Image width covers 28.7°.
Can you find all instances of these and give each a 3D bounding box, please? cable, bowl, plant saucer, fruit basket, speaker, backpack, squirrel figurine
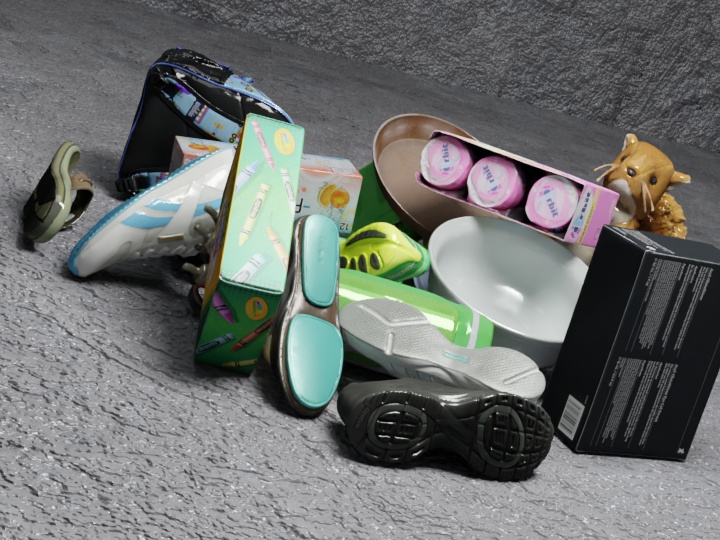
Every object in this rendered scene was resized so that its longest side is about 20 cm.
[{"bbox_3d":[-0.088,0.021,1.373,0.199,0.098,0.050,28,-24,-21],"label":"cable"},{"bbox_3d":[0.149,0.039,1.467,0.199,0.091,0.202,16,34,-11],"label":"bowl"},{"bbox_3d":[0.096,-0.098,1.649,0.199,0.035,0.202,18,45,-19],"label":"plant saucer"},{"bbox_3d":[0.097,-0.045,1.730,0.214,0.218,0.155,5,-20,-37],"label":"fruit basket"},{"bbox_3d":[0.022,0.055,1.342,0.198,0.089,0.089,16,15,-3],"label":"speaker"},{"bbox_3d":[-0.171,-0.154,1.680,0.198,0.184,0.135,19,21,-5],"label":"backpack"},{"bbox_3d":[0.302,-0.063,1.645,0.141,0.188,0.199,38,19,27],"label":"squirrel figurine"}]

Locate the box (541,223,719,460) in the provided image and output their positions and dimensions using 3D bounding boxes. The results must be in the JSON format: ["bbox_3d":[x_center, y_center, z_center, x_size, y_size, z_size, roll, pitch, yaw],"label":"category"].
[{"bbox_3d":[0.270,0.070,1.336,0.140,0.202,0.079,9,16,-28],"label":"box"}]

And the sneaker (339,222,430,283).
[{"bbox_3d":[0.000,0.000,1.467,0.083,0.075,0.199,22,-15,-28],"label":"sneaker"}]

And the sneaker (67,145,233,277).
[{"bbox_3d":[-0.192,-0.043,1.375,0.199,0.081,0.076,-33,11,-19],"label":"sneaker"}]

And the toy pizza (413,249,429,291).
[{"bbox_3d":[0.150,0.038,1.582,0.198,0.032,0.201,15,34,-10],"label":"toy pizza"}]

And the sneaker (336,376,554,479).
[{"bbox_3d":[0.072,0.122,1.192,0.198,0.077,0.091,13,8,-23],"label":"sneaker"}]

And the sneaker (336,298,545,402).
[{"bbox_3d":[0.063,0.093,1.266,0.199,0.081,0.071,25,44,13],"label":"sneaker"}]

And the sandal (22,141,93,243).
[{"bbox_3d":[-0.310,-0.071,1.464,0.057,0.080,0.201,30,17,-20],"label":"sandal"}]

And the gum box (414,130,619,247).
[{"bbox_3d":[0.167,-0.091,1.536,0.199,0.067,0.113,24,8,28],"label":"gum box"}]

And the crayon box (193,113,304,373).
[{"bbox_3d":[-0.098,-0.026,1.257,0.058,0.119,0.201,13,48,-9],"label":"crayon box"}]

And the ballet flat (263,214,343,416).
[{"bbox_3d":[-0.051,0.046,1.254,0.068,0.068,0.202,23,54,-27],"label":"ballet flat"}]

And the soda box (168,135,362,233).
[{"bbox_3d":[-0.102,-0.090,1.489,0.198,0.069,0.064,7,20,-19],"label":"soda box"}]

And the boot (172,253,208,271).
[{"bbox_3d":[-0.120,-0.034,1.523,0.196,0.074,0.162,0,19,-29],"label":"boot"}]
